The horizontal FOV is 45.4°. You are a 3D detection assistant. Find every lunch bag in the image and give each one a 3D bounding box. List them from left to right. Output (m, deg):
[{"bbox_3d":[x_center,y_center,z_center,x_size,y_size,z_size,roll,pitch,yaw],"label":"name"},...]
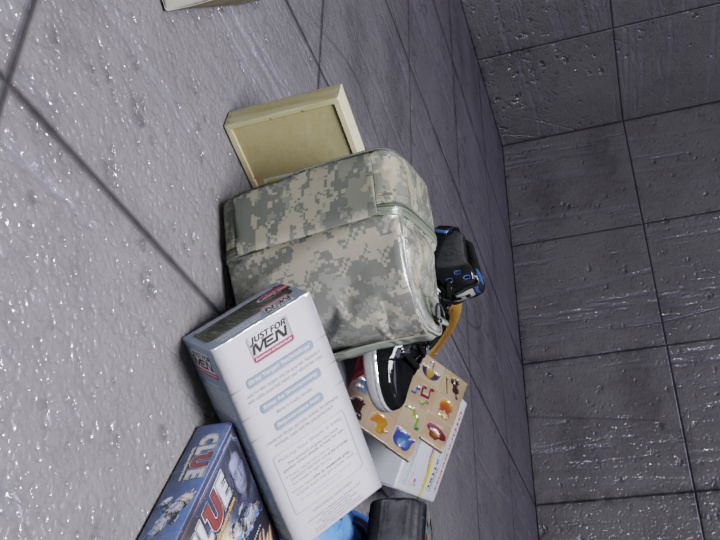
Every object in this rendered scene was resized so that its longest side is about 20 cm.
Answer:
[{"bbox_3d":[-0.025,0.002,0.812,0.139,0.197,0.170,37,42,-64],"label":"lunch bag"}]

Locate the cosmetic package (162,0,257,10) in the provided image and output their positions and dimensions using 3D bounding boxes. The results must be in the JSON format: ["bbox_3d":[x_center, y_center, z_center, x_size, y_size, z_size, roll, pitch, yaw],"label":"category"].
[{"bbox_3d":[-0.114,-0.301,0.831,0.200,0.104,0.072,-53,132,-66],"label":"cosmetic package"}]

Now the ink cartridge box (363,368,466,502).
[{"bbox_3d":[0.060,0.204,1.098,0.148,0.082,0.200,-69,156,-12],"label":"ink cartridge box"}]

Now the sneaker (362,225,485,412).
[{"bbox_3d":[0.069,0.042,0.869,0.073,0.110,0.203,41,51,-54],"label":"sneaker"}]

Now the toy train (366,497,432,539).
[{"bbox_3d":[0.035,0.317,0.817,0.202,0.084,0.115,-79,161,-47],"label":"toy train"}]

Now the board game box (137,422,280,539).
[{"bbox_3d":[-0.118,0.230,0.641,0.201,0.034,0.137,-70,147,-60],"label":"board game box"}]

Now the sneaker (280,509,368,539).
[{"bbox_3d":[-0.032,0.250,0.875,0.200,0.065,0.080,28,50,-70],"label":"sneaker"}]

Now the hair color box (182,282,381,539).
[{"bbox_3d":[-0.063,0.124,0.738,0.098,0.060,0.202,-31,114,-28],"label":"hair color box"}]

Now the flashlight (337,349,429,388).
[{"bbox_3d":[0.000,0.103,0.915,0.199,0.068,0.069,-21,128,-43],"label":"flashlight"}]

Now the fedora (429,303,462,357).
[{"bbox_3d":[0.045,0.077,1.140,0.082,0.201,0.201,44,0,27],"label":"fedora"}]

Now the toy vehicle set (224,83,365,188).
[{"bbox_3d":[-0.048,-0.089,0.904,0.027,0.122,0.202,-81,156,-48],"label":"toy vehicle set"}]

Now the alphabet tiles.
[{"bbox_3d":[0.029,0.111,0.972,0.199,0.008,0.168,36,49,-10],"label":"alphabet tiles"}]
